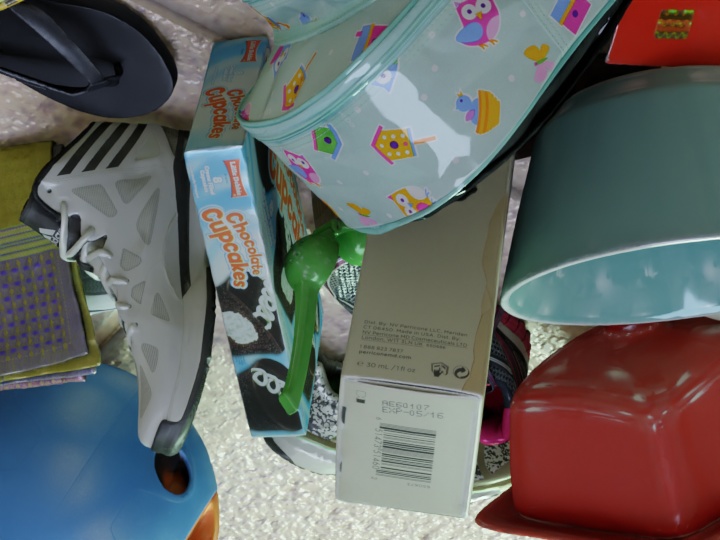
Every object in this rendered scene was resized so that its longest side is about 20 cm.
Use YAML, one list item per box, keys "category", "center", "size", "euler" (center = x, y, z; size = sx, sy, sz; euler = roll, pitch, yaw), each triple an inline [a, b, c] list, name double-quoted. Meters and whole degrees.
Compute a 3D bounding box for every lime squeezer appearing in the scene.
- category: "lime squeezer"
  center: [0.000, 0.000, 1.177]
  size: [0.071, 0.200, 0.038]
  euler: [44, 134, 7]

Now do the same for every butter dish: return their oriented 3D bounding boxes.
- category: "butter dish"
  center: [0.181, 0.079, 1.303]
  size: [0.198, 0.199, 0.149]
  euler: [1, 113, 49]

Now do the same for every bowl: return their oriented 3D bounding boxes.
- category: "bowl"
  center: [0.168, -0.043, 1.116]
  size: [0.199, 0.106, 0.201]
  euler: [-5, 168, -1]

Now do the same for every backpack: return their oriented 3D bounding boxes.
- category: "backpack"
  center: [0.029, -0.123, 0.983]
  size: [0.153, 0.201, 0.175]
  euler: [37, 161, -21]

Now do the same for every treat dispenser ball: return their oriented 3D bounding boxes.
- category: "treat dispenser ball"
  center: [-0.192, 0.159, 1.364]
  size: [0.199, 0.202, 0.202]
  euler: [0, 139, 0]

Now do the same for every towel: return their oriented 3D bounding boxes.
- category: "towel"
  center: [-0.255, 0.005, 1.252]
  size: [0.198, 0.145, 0.023]
  euler: [-8, 180, 12]

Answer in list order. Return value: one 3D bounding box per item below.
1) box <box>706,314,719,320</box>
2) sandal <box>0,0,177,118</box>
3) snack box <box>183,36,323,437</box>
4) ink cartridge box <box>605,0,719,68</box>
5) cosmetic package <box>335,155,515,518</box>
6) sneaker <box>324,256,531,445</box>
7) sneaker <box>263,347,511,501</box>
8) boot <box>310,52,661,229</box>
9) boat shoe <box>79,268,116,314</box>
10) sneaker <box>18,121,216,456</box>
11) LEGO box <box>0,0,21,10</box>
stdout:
- category: "box"
  center: [0.247, -0.057, 1.222]
  size: [0.081, 0.069, 0.201]
  euler: [14, 137, -17]
- category: "sandal"
  center: [-0.192, -0.134, 1.151]
  size: [0.199, 0.043, 0.076]
  euler: [28, 132, -28]
- category: "snack box"
  center: [-0.058, -0.018, 1.197]
  size: [0.037, 0.117, 0.201]
  euler: [-5, 126, 9]
- category: "ink cartridge box"
  center: [0.235, -0.171, 1.044]
  size: [0.198, 0.044, 0.175]
  euler: [0, 120, -21]
- category: "cosmetic package"
  center: [0.035, 0.015, 1.079]
  size: [0.072, 0.201, 0.104]
  euler: [8, 139, 4]
- category: "sneaker"
  center: [0.046, 0.035, 1.320]
  size: [0.080, 0.075, 0.200]
  euler: [-29, 130, 30]
- category: "sneaker"
  center: [0.036, 0.097, 1.398]
  size: [0.198, 0.077, 0.089]
  euler: [8, 130, -13]
- category: "boot"
  center: [0.067, -0.071, 1.206]
  size: [0.165, 0.073, 0.200]
  euler: [1, 154, -19]
- category: "boat shoe"
  center: [-0.191, -0.002, 1.293]
  size: [0.198, 0.074, 0.067]
  euler: [-3, 159, 12]
- category: "sneaker"
  center: [-0.142, 0.006, 1.194]
  size: [0.114, 0.202, 0.076]
  euler: [7, 155, -12]
- category: "LEGO box"
  center: [-0.127, -0.224, 0.974]
  size: [0.198, 0.077, 0.150]
  euler: [-20, 103, 20]
